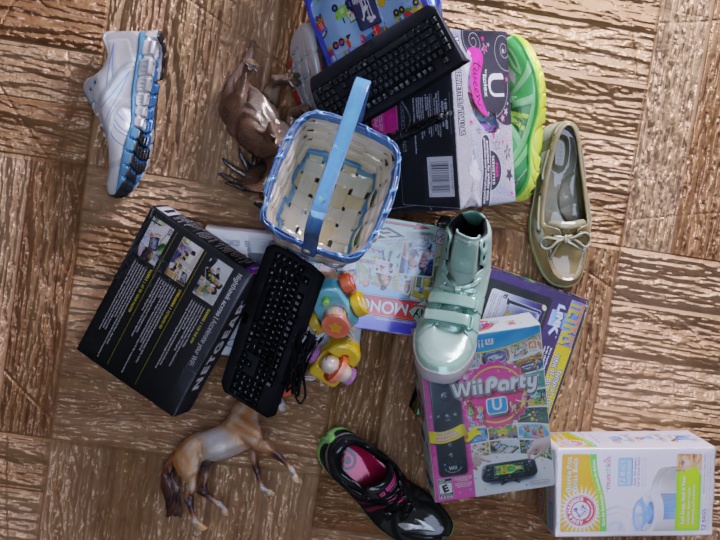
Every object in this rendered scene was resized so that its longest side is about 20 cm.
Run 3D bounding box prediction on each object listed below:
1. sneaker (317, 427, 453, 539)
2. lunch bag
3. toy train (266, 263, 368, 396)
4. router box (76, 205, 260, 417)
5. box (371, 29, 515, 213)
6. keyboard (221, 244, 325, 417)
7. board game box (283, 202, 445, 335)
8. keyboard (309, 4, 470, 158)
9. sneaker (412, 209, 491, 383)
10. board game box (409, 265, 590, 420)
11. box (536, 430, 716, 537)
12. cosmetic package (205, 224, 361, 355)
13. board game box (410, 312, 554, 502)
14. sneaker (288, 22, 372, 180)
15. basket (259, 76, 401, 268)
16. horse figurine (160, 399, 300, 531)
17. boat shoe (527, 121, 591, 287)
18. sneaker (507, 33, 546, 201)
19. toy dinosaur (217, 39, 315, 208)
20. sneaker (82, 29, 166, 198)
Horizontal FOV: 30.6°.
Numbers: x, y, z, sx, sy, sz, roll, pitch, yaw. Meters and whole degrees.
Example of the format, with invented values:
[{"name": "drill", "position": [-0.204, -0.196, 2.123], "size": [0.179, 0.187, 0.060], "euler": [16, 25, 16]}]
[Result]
[{"name": "sneaker", "position": [0.029, 0.271, 1.601], "size": [0.200, 0.084, 0.077], "euler": [38, 82, -7]}, {"name": "lunch bag", "position": [0.010, -0.323, 1.490], "size": [0.150, 0.094, 0.201], "euler": [-23, 79, 32]}, {"name": "toy train", "position": [-0.068, 0.087, 1.525], "size": [0.149, 0.056, 0.201], "euler": [9, 124, -9]}, {"name": "router box", "position": [-0.222, 0.047, 1.541], "size": [0.149, 0.051, 0.201], "euler": [33, 103, 12]}, {"name": "box", "position": [0.097, -0.172, 1.530], "size": [0.114, 0.132, 0.201], "euler": [-11, 99, -48]}, {"name": "keyboard", "position": [-0.095, 0.078, 1.486], "size": [0.104, 0.040, 0.201], "euler": [26, 116, 13]}, {"name": "board game box", "position": [0.000, 0.000, 1.557], "size": [0.199, 0.029, 0.135], "euler": [8, 94, -9]}, {"name": "keyboard", "position": [0.037, -0.197, 1.463], "size": [0.199, 0.021, 0.127], "euler": [-26, 101, 38]}, {"name": "sneaker", "position": [0.101, 0.022, 1.469], "size": [0.073, 0.201, 0.119], "euler": [8, 138, 11]}, {"name": "board game box", "position": [0.169, 0.103, 1.616], "size": [0.164, 0.057, 0.201], "euler": [19, 93, -9]}, {"name": "box", "position": [0.322, 0.261, 1.620], "size": [0.199, 0.101, 0.113], "euler": [1, 95, -5]}, {"name": "cosmetic package", "position": [-0.095, 0.030, 1.589], "size": [0.199, 0.052, 0.152], "euler": [5, 97, -6]}, {"name": "board game box", "position": [0.143, 0.161, 1.554], "size": [0.147, 0.064, 0.201], "euler": [-8, 102, -3]}, {"name": "sneaker", "position": [-0.024, -0.202, 1.574], "size": [0.082, 0.077, 0.201], "euler": [-21, 101, -25]}, {"name": "basket", "position": [-0.029, -0.098, 1.431], "size": [0.138, 0.200, 0.177], "euler": [19, 74, 4]}, {"name": "horse figurine", "position": [-0.165, 0.229, 1.597], "size": [0.199, 0.050, 0.133], "euler": [-27, 84, 4]}, {"name": "boat shoe", "position": [0.246, -0.079, 1.599], "size": [0.073, 0.063, 0.202], "euler": [1, 92, -5]}, {"name": "sneaker", "position": [0.176, -0.183, 1.581], "size": [0.083, 0.074, 0.201], "euler": [1, 95, -9]}, {"name": "toy dinosaur", "position": [-0.127, -0.168, 1.558], "size": [0.086, 0.135, 0.201], "euler": [-12, 72, -45]}, {"name": "sneaker", "position": [-0.286, -0.187, 1.550], "size": [0.086, 0.075, 0.201], "euler": [9, 89, 5]}]
